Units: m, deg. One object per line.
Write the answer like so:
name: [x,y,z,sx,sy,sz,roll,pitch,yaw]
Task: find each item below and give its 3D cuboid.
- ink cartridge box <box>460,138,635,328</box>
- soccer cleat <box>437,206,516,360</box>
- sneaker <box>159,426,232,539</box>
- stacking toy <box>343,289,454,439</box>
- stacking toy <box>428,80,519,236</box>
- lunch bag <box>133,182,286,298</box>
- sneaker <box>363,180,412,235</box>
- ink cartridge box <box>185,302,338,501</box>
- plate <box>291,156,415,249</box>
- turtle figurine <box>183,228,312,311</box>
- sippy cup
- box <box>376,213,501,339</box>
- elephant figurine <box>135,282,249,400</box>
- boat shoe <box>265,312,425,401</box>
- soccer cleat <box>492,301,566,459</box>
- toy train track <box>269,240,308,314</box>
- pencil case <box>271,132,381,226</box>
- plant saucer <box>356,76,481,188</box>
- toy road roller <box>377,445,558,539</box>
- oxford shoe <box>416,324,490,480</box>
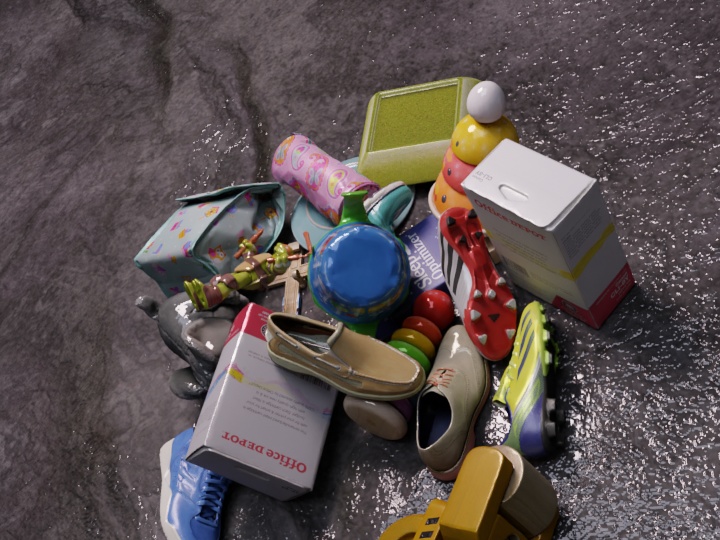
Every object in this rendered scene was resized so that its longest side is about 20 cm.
ink cartridge box: [0.223,-0.042,1.110,0.083,0.200,0.145,-47,46,-10]
soccer cleat: [0.141,0.018,1.179,0.068,0.085,0.201,-15,76,-13]
sneaker: [-0.190,0.271,1.195,0.111,0.077,0.200,-37,38,14]
stacking toy: [0.059,0.106,1.180,0.085,0.085,0.200,11,58,36]
stacking toy: [0.159,-0.157,1.223,0.146,0.200,0.146,-3,41,2]
lunch bag: [-0.219,-0.059,1.438,0.170,0.122,0.200,-6,42,48]
sneaker: [0.018,-0.029,1.284,0.079,0.078,0.200,27,79,23]
ink cartridge box: [-0.113,0.163,1.179,0.086,0.147,0.201,-39,29,55]
plate: [-0.016,-0.106,1.417,0.199,0.026,0.201,-14,46,15]
turtle figurine: [-0.152,0.002,1.269,0.161,0.065,0.200,-27,21,-22]
sippy cup: [0.000,0.000,1.177,0.140,0.130,0.178,-40,89,-4]
box: [0.078,-0.002,1.285,0.200,0.032,0.121,-35,45,3]
elephant figurine: [-0.197,0.114,1.279,0.155,0.142,0.200,-25,42,4]
boat shoe: [-0.022,0.096,1.106,0.199,0.076,0.072,12,49,15]
soccer cleat: [0.190,0.122,1.096,0.083,0.065,0.201,-13,50,25]
toy train track: [-0.104,0.032,1.364,0.114,0.033,0.201,-15,48,20]
pencil case: [-0.049,-0.129,1.377,0.087,0.087,0.200,-44,45,-7]
plant saucer: [0.087,-0.215,1.413,0.199,0.048,0.200,-8,48,19]
toy road roller: [0.102,0.281,0.987,0.146,0.123,0.200,4,57,46]
oxford shoe: [0.107,0.142,1.122,0.071,0.074,0.201,-10,50,26]
